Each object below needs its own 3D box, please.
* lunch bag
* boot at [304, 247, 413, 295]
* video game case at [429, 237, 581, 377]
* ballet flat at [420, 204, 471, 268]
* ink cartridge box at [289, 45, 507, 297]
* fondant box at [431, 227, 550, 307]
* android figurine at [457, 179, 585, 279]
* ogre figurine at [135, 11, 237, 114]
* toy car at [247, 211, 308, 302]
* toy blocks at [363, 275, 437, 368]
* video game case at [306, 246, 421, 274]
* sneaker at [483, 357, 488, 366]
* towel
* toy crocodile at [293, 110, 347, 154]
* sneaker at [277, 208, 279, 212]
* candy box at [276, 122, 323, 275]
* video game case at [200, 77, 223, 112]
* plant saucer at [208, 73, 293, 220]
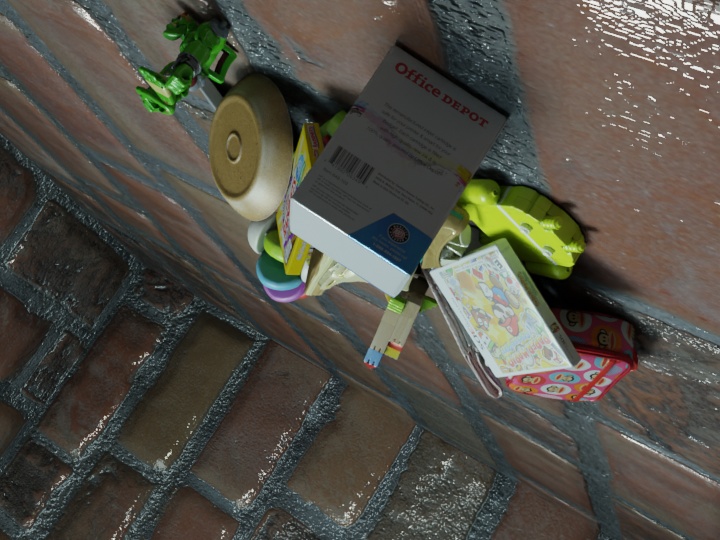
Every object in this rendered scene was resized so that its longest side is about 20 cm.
[{"bbox_3d":[0.307,0.124,1.358,0.174,0.083,0.200,9,155,-1],"label":"lunch bag"},{"bbox_3d":[0.000,0.000,1.458,0.154,0.073,0.200,12,154,-10],"label":"boot"},{"bbox_3d":[0.186,0.056,1.262,0.183,0.023,0.200,57,157,-3],"label":"video game case"},{"bbox_3d":[0.110,-0.038,1.230,0.063,0.069,0.200,23,168,10],"label":"ballet flat"},{"bbox_3d":[0.036,-0.102,1.028,0.146,0.201,0.146,33,168,2],"label":"ink cartridge box"},{"bbox_3d":[0.181,0.009,1.393,0.144,0.058,0.200,22,161,40],"label":"fondant box"},{"bbox_3d":[0.196,-0.053,1.174,0.182,0.041,0.199,42,167,-28],"label":"android figurine"},{"bbox_3d":[-0.231,-0.269,1.252,0.098,0.120,0.200,37,165,2],"label":"ogre figurine"},{"bbox_3d":[-0.123,-0.014,1.759,0.174,0.151,0.200,30,-168,17],"label":"toy car"},{"bbox_3d":[0.060,0.091,1.606,0.099,0.138,0.200,24,-164,4],"label":"toy blocks"},{"bbox_3d":[-0.003,-0.032,1.543,0.198,0.026,0.181,4,167,7],"label":"video game case"},{"bbox_3d":[0.264,0.119,1.509,0.083,0.082,0.199,2,175,41],"label":"sneaker"},{"bbox_3d":[0.169,0.094,1.572,0.191,0.032,0.201,54,-169,-55],"label":"towel"},{"bbox_3d":[-0.053,-0.149,1.278,0.068,0.062,0.200,56,144,1],"label":"toy crocodile"},{"bbox_3d":[-0.057,-0.065,1.653,0.199,0.080,0.074,33,165,-2],"label":"sneaker"},{"bbox_3d":[-0.077,-0.090,1.249,0.026,0.103,0.201,1,147,-17],"label":"candy box"},{"bbox_3d":[-0.167,-0.184,1.458,0.200,0.023,0.182,52,176,28],"label":"video game case"},{"bbox_3d":[-0.161,-0.169,1.307,0.035,0.202,0.199,-5,-166,-37],"label":"plant saucer"}]
